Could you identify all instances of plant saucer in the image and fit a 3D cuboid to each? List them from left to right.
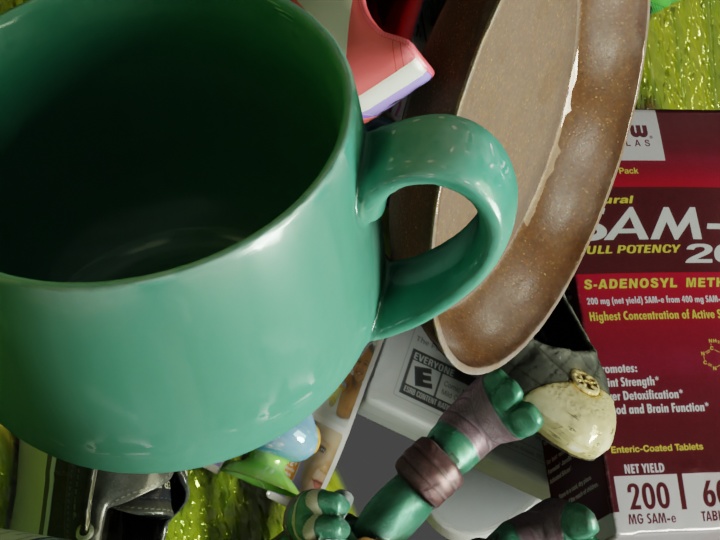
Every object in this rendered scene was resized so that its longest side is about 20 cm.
[{"bbox_3d":[0.061,-0.059,1.194,0.200,0.034,0.201,-50,150,-43],"label":"plant saucer"}]

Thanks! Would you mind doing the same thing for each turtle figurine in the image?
[{"bbox_3d":[-0.001,0.134,1.224,0.200,0.101,0.150,-36,126,-19],"label":"turtle figurine"}]

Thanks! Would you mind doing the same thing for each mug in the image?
[{"bbox_3d":[-0.056,-0.002,0.983,0.152,0.185,0.115,-43,143,-28],"label":"mug"}]

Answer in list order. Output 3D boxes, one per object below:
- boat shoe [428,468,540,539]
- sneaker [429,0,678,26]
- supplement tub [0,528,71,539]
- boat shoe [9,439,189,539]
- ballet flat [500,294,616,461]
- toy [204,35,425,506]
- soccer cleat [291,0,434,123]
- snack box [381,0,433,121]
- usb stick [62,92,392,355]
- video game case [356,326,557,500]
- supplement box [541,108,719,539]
[{"bbox_3d":[0.080,0.046,1.437,0.057,0.068,0.200,99,13,-64],"label":"boat shoe"},{"bbox_3d":[0.087,-0.137,1.300,0.200,0.085,0.078,-25,119,-61],"label":"sneaker"},{"bbox_3d":[-0.077,0.161,0.957,0.144,0.199,0.145,6,90,-66],"label":"supplement tub"},{"bbox_3d":[-0.089,0.079,1.085,0.069,0.056,0.201,21,77,-65],"label":"boat shoe"},{"bbox_3d":[0.066,-0.003,1.305,0.066,0.057,0.200,19,38,-43],"label":"ballet flat"},{"bbox_3d":[0.000,0.000,1.231,0.115,0.047,0.201,32,80,-55],"label":"toy"},{"bbox_3d":[-0.001,-0.135,1.164,0.068,0.073,0.200,48,35,-42],"label":"soccer cleat"},{"bbox_3d":[0.031,-0.136,1.325,0.200,0.037,0.116,-56,145,-46],"label":"snack box"},{"bbox_3d":[-0.051,-0.029,1.117,0.200,0.033,0.056,44,66,-43],"label":"usb stick"},{"bbox_3d":[0.111,0.025,1.397,0.023,0.200,0.183,-42,-154,61],"label":"video game case"},{"bbox_3d":[0.135,0.029,1.358,0.061,0.108,0.201,136,-51,-60],"label":"supplement box"}]
